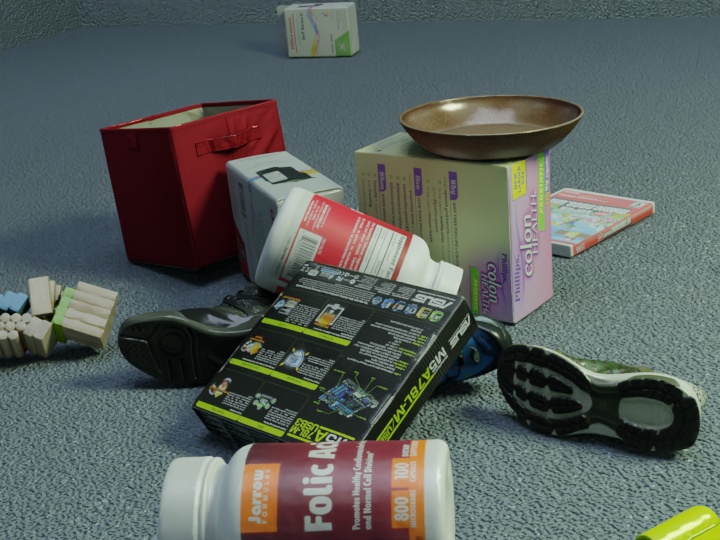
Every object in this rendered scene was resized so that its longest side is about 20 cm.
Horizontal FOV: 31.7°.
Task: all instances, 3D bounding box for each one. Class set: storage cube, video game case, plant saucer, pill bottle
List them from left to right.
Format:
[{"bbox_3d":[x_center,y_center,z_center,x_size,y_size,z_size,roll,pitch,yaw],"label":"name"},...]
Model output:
[{"bbox_3d":[-0.206,-0.114,1.628,0.170,0.181,0.199,-21,18,-38],"label":"storage cube"},{"bbox_3d":[-0.035,0.179,0.900,0.199,0.115,0.114,-3,20,7],"label":"pill bottle"},{"bbox_3d":[0.000,0.000,1.316,0.199,0.113,0.112,23,22,-1],"label":"pill bottle"},{"bbox_3d":[0.141,-0.154,1.373,0.199,0.037,0.201,-3,20,1],"label":"plant saucer"},{"bbox_3d":[0.269,-0.065,1.643,0.143,0.018,0.200,13,27,41],"label":"video game case"}]

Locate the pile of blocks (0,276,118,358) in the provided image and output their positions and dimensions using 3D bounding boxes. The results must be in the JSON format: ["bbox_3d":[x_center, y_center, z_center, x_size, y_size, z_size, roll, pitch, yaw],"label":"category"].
[{"bbox_3d":[-0.361,0.059,1.377,0.199,0.062,0.082,-6,62,-9],"label":"pile of blocks"}]

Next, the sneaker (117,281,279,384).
[{"bbox_3d":[-0.148,0.063,1.312,0.198,0.077,0.114,-3,18,-4],"label":"sneaker"}]

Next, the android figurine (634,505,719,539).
[{"bbox_3d":[0.275,0.211,0.848,0.199,0.041,0.182,-18,23,-28],"label":"android figurine"}]

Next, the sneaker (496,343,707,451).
[{"bbox_3d":[0.216,0.109,1.123,0.199,0.077,0.088,15,14,32],"label":"sneaker"}]

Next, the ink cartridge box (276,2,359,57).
[{"bbox_3d":[-0.110,-0.562,2.964,0.199,0.118,0.067,2,23,18],"label":"ink cartridge box"}]

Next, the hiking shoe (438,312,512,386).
[{"bbox_3d":[0.046,0.095,1.196,0.199,0.075,0.087,-11,26,13],"label":"hiking shoe"}]

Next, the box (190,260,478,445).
[{"bbox_3d":[-0.025,0.086,1.141,0.199,0.048,0.193,12,56,40],"label":"box"}]

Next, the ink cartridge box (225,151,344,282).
[{"bbox_3d":[-0.084,-0.044,1.483,0.082,0.147,0.200,-13,21,-19],"label":"ink cartridge box"}]

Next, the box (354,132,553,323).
[{"bbox_3d":[0.105,-0.052,1.413,0.199,0.177,0.097,9,23,35],"label":"box"}]
